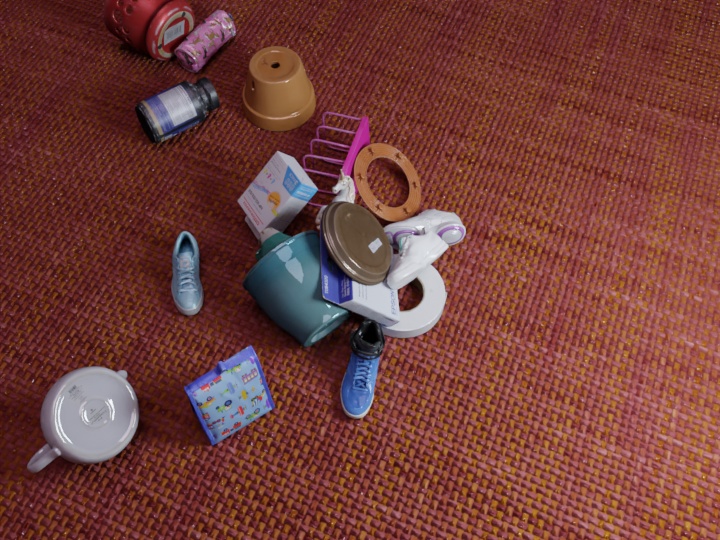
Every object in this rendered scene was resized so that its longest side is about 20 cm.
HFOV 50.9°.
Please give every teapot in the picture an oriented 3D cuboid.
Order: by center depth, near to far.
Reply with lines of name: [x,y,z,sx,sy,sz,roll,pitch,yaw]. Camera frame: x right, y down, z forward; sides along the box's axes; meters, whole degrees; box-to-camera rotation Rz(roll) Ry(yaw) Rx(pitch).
teapot: [-0.544,0.291,1.495,0.198,0.145,0.200,6,74,-35]

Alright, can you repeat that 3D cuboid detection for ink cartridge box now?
ink cartridge box: [0.000,0.000,1.624,0.043,0.199,0.199,-29,50,35]
ink cartridge box: [-0.206,-0.159,1.756,0.200,0.068,0.116,-48,62,19]

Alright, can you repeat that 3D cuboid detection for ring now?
ring: [0.070,-0.215,1.823,0.198,0.019,0.203,13,67,-31]

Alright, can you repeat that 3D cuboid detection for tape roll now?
tape roll: [0.093,0.055,1.706,0.200,0.037,0.205,1,57,-1]

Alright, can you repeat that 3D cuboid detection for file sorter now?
file sorter: [-0.063,-0.266,1.851,0.124,0.140,0.202,13,58,11]

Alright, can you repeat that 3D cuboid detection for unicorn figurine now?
unicorn figurine: [-0.037,-0.131,1.748,0.137,0.200,0.074,-42,28,8]

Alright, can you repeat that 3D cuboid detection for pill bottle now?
pill bottle: [-0.470,-0.419,1.958,0.199,0.112,0.112,-32,63,-19]

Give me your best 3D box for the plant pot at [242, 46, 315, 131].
plant pot: [-0.218,-0.487,1.987,0.197,0.141,0.202,0,58,-1]

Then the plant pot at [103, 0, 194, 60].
plant pot: [-0.573,-0.692,2.086,0.182,0.201,0.201,37,64,11]

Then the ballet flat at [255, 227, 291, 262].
ballet flat: [-0.201,-0.055,1.676,0.067,0.200,0.071,-31,84,-21]

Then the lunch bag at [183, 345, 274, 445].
lunch bag: [-0.262,0.237,1.492,0.149,0.201,0.094,-29,62,-18]

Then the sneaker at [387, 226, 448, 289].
sneaker: [0.108,-0.032,1.680,0.089,0.075,0.199,48,47,6]

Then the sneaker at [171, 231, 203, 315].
sneaker: [-0.398,0.001,1.711,0.073,0.082,0.202,-10,58,-6]

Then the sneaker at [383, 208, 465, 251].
sneaker: [0.145,-0.098,1.796,0.197,0.076,0.100,-4,39,-3]

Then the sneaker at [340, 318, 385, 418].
sneaker: [0.003,0.197,1.572,0.076,0.112,0.202,12,59,8]

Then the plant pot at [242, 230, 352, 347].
plant pot: [-0.119,0.050,1.627,0.199,0.200,0.189,-34,78,-20]

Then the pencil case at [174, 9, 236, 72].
pencil case: [-0.431,-0.641,2.118,0.086,0.083,0.201,11,53,40]

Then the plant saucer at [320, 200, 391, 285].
plant saucer: [-0.002,-0.064,1.612,0.199,0.029,0.202,30,43,-33]
